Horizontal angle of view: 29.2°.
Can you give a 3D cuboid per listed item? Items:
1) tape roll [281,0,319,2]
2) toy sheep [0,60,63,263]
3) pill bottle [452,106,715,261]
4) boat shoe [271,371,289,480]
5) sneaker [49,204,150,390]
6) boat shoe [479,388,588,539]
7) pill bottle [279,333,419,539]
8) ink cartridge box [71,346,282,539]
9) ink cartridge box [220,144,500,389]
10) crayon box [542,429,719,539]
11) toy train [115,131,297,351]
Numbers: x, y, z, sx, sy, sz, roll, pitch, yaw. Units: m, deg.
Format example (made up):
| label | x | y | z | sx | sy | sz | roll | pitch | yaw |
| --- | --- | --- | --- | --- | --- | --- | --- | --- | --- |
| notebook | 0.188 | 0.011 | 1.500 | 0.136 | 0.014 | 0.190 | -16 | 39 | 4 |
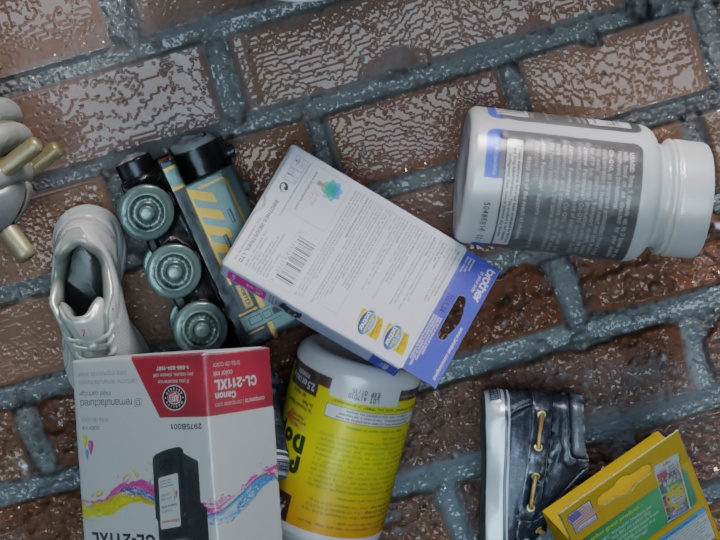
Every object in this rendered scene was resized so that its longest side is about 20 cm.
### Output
| label | x | y | z | sx | sy | sz | roll | pitch | yaw |
| --- | --- | --- | --- | --- | --- | --- | --- | --- | --- |
| tape roll | -0.045 | -0.310 | 1.064 | 0.201 | 0.139 | 0.205 | 0 | 102 | -1 |
| toy sheep | -0.322 | -0.093 | 1.114 | 0.138 | 0.138 | 0.201 | -36 | 83 | 7 |
| pill bottle | 0.180 | -0.068 | 1.129 | 0.198 | 0.114 | 0.115 | 7 | 102 | -1 |
| boat shoe | -0.140 | 0.143 | 1.183 | 0.199 | 0.071 | 0.092 | -15 | 69 | 35 |
| sneaker | -0.227 | 0.051 | 1.159 | 0.077 | 0.099 | 0.202 | -12 | 102 | 2 |
| boat shoe | 0.151 | 0.203 | 1.201 | 0.090 | 0.071 | 0.202 | 0 | 101 | 1 |
| pill bottle | -0.022 | 0.162 | 1.180 | 0.108 | 0.109 | 0.202 | 13 | 101 | -3 |
| ink cartridge box | -0.143 | 0.165 | 1.084 | 0.145 | 0.083 | 0.202 | -6 | 88 | 33 |
| ink cartridge box | 0.000 | 0.000 | 1.119 | 0.199 | 0.042 | 0.120 | 30 | 73 | 2 |
| crayon box | 0.238 | 0.229 | 1.182 | 0.125 | 0.052 | 0.201 | -32 | 121 | -9 |
| toy train | -0.128 | -0.016 | 1.160 | 0.113 | 0.085 | 0.201 | -25 | 99 | -9 |
